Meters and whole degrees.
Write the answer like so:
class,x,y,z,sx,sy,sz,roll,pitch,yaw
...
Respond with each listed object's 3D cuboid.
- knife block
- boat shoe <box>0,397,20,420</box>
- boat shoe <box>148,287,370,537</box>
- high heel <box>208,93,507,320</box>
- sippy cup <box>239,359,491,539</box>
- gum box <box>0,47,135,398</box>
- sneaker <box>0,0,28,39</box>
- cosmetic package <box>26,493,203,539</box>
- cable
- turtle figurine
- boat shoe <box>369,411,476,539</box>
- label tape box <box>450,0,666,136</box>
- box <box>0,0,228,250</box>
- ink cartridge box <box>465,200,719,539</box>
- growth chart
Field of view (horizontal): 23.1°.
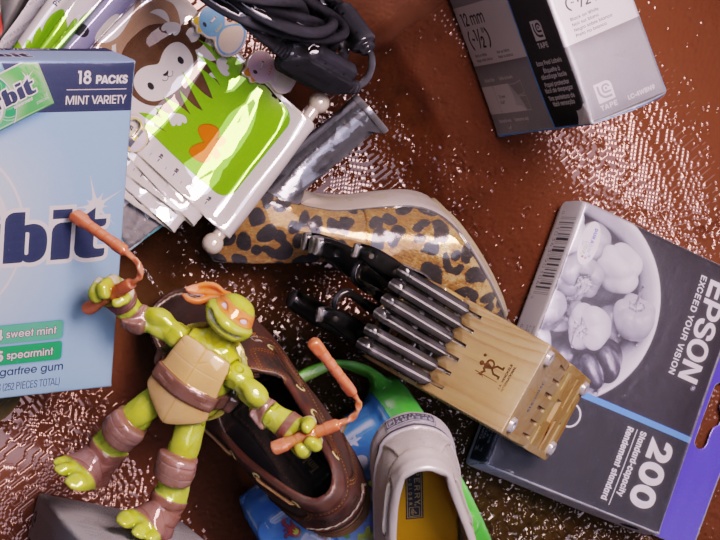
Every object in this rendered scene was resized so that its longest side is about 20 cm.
class,x,y,z,sx,sy,sz,roll,pitch,yaw
knife block,0.045,0.044,1.133,0.175,0.200,0.064,30,88,22
boat shoe,-0.239,-0.009,1.074,0.072,0.066,0.201,0,95,-39
boat shoe,-0.067,0.078,1.084,0.070,0.070,0.200,-45,64,-3
high heel,0.000,0.000,1.171,0.143,0.071,0.200,-39,109,0
sippy cup,-0.002,0.158,1.137,0.130,0.178,0.140,-29,143,-6
gum box,-0.218,-0.025,1.000,0.170,0.045,0.200,-4,108,-34
sneaker,-0.283,-0.132,1.027,0.108,0.067,0.201,40,106,-13
cosmetic package,-0.137,0.191,1.045,0.101,0.200,0.071,14,88,-18
cable,-0.063,-0.193,1.074,0.051,0.200,0.163,-33,65,21
turtle figurine,-0.111,0.066,1.024,0.200,0.064,0.161,34,104,-1
boat shoe,0.044,0.186,1.052,0.071,0.070,0.200,-7,115,-4
label tape box,0.110,-0.193,1.153,0.066,0.143,0.200,-26,100,-18
box,-0.175,-0.116,1.104,0.082,0.049,0.200,-37,103,-15
ink cartridge box,0.198,0.079,1.246,0.200,0.043,0.198,23,83,-20
growth chart,-0.124,-0.104,1.077,0.200,0.018,0.145,31,85,-27
